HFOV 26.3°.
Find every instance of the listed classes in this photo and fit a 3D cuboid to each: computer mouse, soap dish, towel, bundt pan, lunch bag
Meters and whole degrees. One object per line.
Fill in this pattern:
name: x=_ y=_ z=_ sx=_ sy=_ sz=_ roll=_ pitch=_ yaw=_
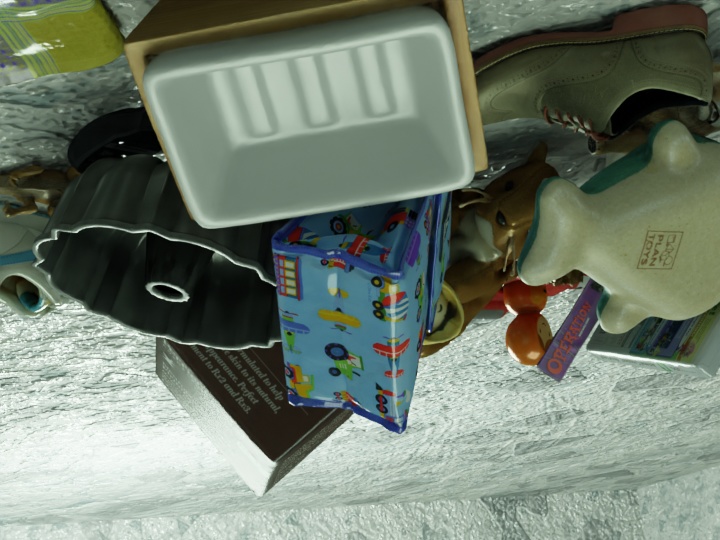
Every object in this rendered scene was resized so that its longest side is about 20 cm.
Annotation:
computer mouse: x=-0.128 y=-0.117 z=1.064 sx=0.199 sy=0.034 sz=0.058 roll=-24 pitch=163 yaw=27
soap dish: x=-0.028 y=-0.111 z=0.945 sx=0.198 sy=0.082 sz=0.158 roll=-10 pitch=139 yaw=6
towel: x=-0.228 y=-0.152 z=0.894 sx=0.142 sy=0.023 sz=0.200 roll=-9 pitch=165 yaw=6
bundt pan: x=-0.128 y=-0.018 z=1.101 sx=0.200 sy=0.076 sz=0.202 roll=11 pitch=156 yaw=5
lunch bag: x=0.022 y=-0.017 z=1.076 sx=0.093 sy=0.201 sz=0.152 roll=14 pitch=135 yaw=17

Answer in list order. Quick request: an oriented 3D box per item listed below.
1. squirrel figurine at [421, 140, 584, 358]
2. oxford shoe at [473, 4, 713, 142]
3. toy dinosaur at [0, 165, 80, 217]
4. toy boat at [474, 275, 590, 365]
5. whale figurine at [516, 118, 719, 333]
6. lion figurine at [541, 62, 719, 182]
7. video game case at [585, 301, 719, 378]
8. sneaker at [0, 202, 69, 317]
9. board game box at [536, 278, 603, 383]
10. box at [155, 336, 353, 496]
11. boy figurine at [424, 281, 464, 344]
squirrel figurine: x=0.120 y=-0.036 z=1.328 sx=0.199 sy=0.143 sz=0.186 roll=-12 pitch=162 yaw=-47
oxford shoe: x=0.147 y=-0.124 z=1.072 sx=0.198 sy=0.076 sz=0.070 roll=-14 pitch=164 yaw=23
toy dinosaur: x=-0.214 y=-0.060 z=1.192 sx=0.198 sy=0.061 sz=0.106 roll=10 pitch=177 yaw=-24
toy boat: x=0.163 y=0.028 z=1.514 sx=0.129 sy=0.132 sz=0.200 roll=1 pitch=162 yaw=-29
whale figurine: x=0.186 y=-0.036 z=1.079 sx=0.198 sy=0.161 sz=0.104 roll=-3 pitch=-152 yaw=-31
lion figurine: x=0.212 y=-0.079 z=1.188 sx=0.121 sy=0.073 sz=0.201 roll=-5 pitch=142 yaw=-22
video game case: x=0.270 y=-0.012 z=1.196 sx=0.022 sy=0.201 sz=0.182 roll=35 pitch=171 yaw=-15
sneaker: x=-0.257 y=-0.001 z=1.303 sx=0.199 sy=0.082 sz=0.076 roll=6 pitch=158 yaw=-44
board game box: x=0.216 y=-0.006 z=1.307 sx=0.032 sy=0.201 sz=0.120 roll=30 pitch=-165 yaw=3
box: x=-0.079 y=0.081 z=1.418 sx=0.164 sy=0.166 sz=0.200 roll=-39 pitch=172 yaw=-16
boy figurine: x=0.000 y=0.000 z=1.209 sx=0.200 sy=0.125 sz=0.064 roll=41 pitch=167 yaw=-25
